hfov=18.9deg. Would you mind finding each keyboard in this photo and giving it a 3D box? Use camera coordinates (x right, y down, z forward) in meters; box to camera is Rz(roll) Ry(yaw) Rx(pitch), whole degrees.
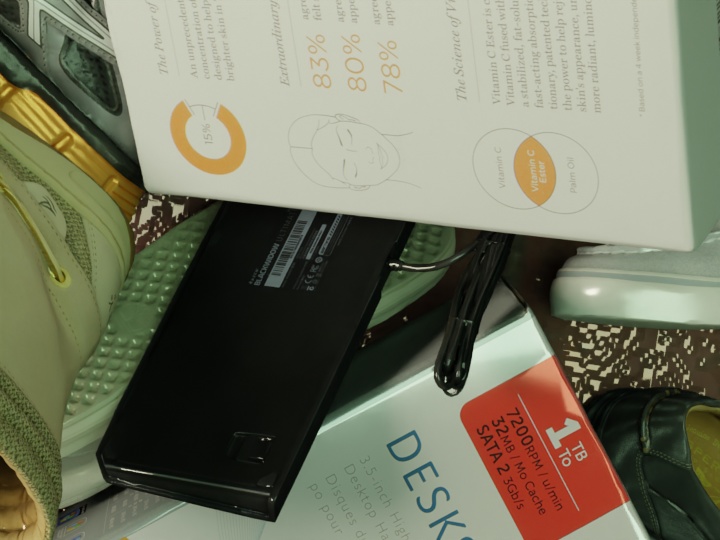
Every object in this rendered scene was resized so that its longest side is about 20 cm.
[{"bbox_3d":[0.000,0.000,0.748,0.201,0.126,0.021,-65,147,-31],"label":"keyboard"}]

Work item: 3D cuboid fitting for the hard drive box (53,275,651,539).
[{"bbox_3d":[0.003,0.119,0.776,0.199,0.077,0.156,-29,99,1],"label":"hard drive box"}]

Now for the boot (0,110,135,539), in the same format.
[{"bbox_3d":[-0.165,-0.008,0.668,0.200,0.156,0.073,37,121,-21],"label":"boot"}]

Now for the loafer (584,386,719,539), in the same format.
[{"bbox_3d":[0.174,0.109,0.833,0.199,0.072,0.073,28,69,-15],"label":"loafer"}]

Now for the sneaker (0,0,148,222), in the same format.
[{"bbox_3d":[-0.130,-0.108,0.758,0.077,0.078,0.200,-44,111,-9],"label":"sneaker"}]

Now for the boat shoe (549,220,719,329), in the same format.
[{"bbox_3d":[0.165,-0.014,0.834,0.199,0.072,0.069,-4,90,-13],"label":"boat shoe"}]

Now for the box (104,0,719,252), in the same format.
[{"bbox_3d":[0.026,-0.091,0.697,0.098,0.199,0.125,-48,137,-49],"label":"box"}]

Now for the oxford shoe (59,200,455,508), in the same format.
[{"bbox_3d":[-0.055,0.024,0.791,0.199,0.075,0.058,-28,143,-19],"label":"oxford shoe"}]
